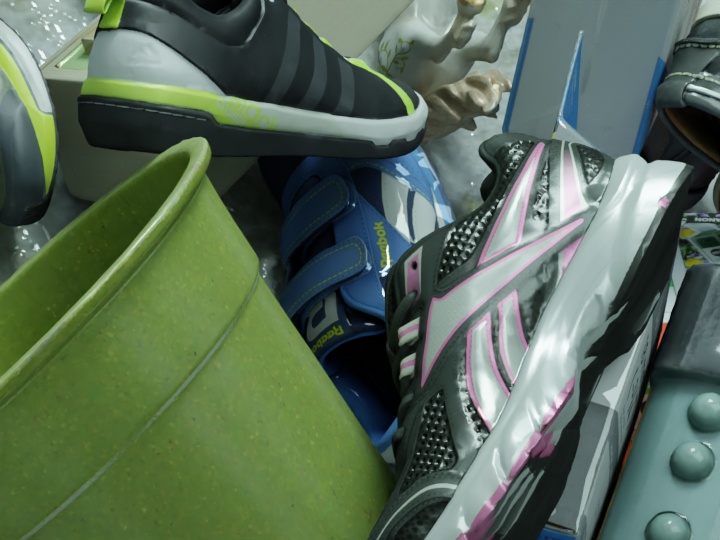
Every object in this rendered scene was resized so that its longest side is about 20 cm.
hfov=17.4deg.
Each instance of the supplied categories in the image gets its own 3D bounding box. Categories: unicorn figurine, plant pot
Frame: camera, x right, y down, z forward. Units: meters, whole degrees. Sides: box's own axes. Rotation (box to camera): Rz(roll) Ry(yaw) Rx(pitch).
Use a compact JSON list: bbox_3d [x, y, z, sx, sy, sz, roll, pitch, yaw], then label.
[{"bbox_3d":[0.040,-0.154,1.172,0.074,0.137,0.201,23,62,-15],"label":"unicorn figurine"},{"bbox_3d":[-0.067,0.089,0.849,0.190,0.200,0.200,48,40,-12],"label":"plant pot"}]

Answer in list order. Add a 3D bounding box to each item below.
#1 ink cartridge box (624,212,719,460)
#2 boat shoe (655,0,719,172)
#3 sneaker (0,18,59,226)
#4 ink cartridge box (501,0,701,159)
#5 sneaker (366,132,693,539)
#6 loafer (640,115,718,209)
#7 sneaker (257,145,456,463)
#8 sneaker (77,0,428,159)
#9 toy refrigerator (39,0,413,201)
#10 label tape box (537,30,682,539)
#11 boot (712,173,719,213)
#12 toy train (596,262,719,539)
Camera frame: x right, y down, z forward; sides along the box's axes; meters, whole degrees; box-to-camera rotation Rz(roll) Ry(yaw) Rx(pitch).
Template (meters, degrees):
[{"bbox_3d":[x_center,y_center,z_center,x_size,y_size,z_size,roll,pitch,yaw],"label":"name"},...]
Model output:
[{"bbox_3d":[0.155,0.040,1.061,0.109,0.051,0.200,0,29,-1],"label":"ink cartridge box"},{"bbox_3d":[0.208,-0.033,1.085,0.200,0.072,0.068,46,56,-22],"label":"boat shoe"},{"bbox_3d":[-0.203,-0.089,0.974,0.200,0.074,0.081,46,52,13],"label":"sneaker"},{"bbox_3d":[0.132,-0.145,1.138,0.068,0.116,0.200,18,31,9],"label":"ink cartridge box"},{"bbox_3d":[0.040,0.034,0.828,0.086,0.080,0.200,22,58,18],"label":"sneaker"},{"bbox_3d":[0.160,-0.127,1.269,0.072,0.063,0.200,9,51,-31],"label":"loafer"},{"bbox_3d":[0.000,0.000,1.038,0.082,0.074,0.200,-14,64,-40],"label":"sneaker"},{"bbox_3d":[-0.035,-0.088,0.951,0.200,0.072,0.083,-4,98,-56],"label":"sneaker"},{"bbox_3d":[-0.054,-0.111,1.052,0.200,0.076,0.070,-49,134,-40],"label":"toy refrigerator"},{"bbox_3d":[0.086,0.029,0.940,0.063,0.144,0.201,17,68,10],"label":"label tape box"},{"bbox_3d":[0.237,-0.066,1.179,0.075,0.200,0.107,12,42,-22],"label":"boot"},{"bbox_3d":[0.134,0.094,0.919,0.085,0.114,0.200,13,61,23],"label":"toy train"}]
